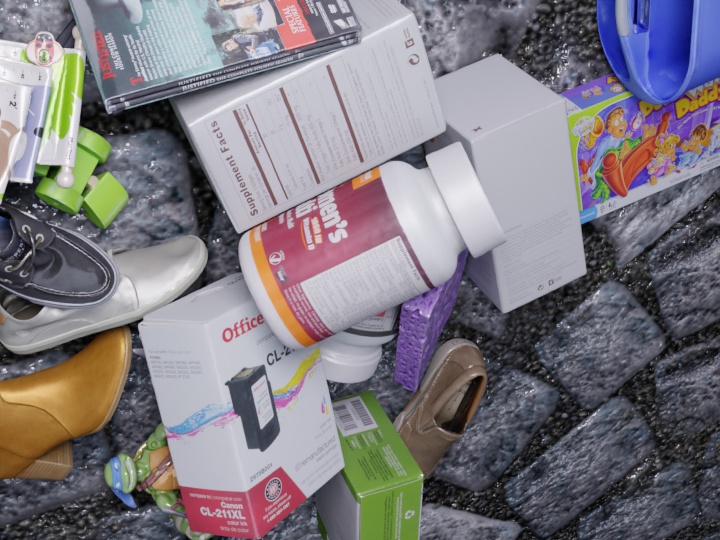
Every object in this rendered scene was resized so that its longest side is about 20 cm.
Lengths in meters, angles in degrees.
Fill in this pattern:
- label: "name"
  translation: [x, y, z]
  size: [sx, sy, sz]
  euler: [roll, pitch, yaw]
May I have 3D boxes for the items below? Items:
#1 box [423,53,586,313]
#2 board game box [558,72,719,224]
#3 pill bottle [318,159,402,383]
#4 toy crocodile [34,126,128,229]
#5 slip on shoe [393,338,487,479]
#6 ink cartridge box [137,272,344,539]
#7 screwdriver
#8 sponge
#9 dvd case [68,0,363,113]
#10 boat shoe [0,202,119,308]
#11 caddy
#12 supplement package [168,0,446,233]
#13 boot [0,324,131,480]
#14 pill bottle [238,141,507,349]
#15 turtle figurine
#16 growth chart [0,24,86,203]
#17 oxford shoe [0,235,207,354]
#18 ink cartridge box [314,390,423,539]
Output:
- label: "box"
  translation: [0.134, -0.083, 0.962]
  size: [0.097, 0.124, 0.200]
  euler: [-24, 128, -10]
- label: "board game box"
  translation: [0.296, -0.146, 1.044]
  size: [0.200, 0.045, 0.135]
  euler: [-23, 127, -9]
- label: "pill bottle"
  translation: [0.000, 0.000, 0.961]
  size: [0.116, 0.116, 0.200]
  euler: [6, 117, -27]
- label: "toy crocodile"
  translation: [-0.272, -0.100, 0.813]
  size: [0.200, 0.062, 0.068]
  euler: [33, 72, -34]
- label: "slip on shoe"
  translation: [0.091, 0.174, 1.150]
  size: [0.076, 0.061, 0.200]
  euler: [13, 115, -30]
- label: "ink cartridge box"
  translation: [-0.103, 0.116, 0.908]
  size: [0.146, 0.083, 0.200]
  euler: [-30, 113, -53]
- label: "screwdriver"
  translation: [-0.258, -0.122, 0.776]
  size: [0.028, 0.029, 0.200]
  euler: [39, 78, -32]
- label: "sponge"
  translation: [0.069, 0.034, 0.979]
  size: [0.200, 0.030, 0.112]
  euler: [91, 24, -64]
- label: "dvd case"
  translation: [-0.116, -0.208, 0.765]
  size: [0.200, 0.146, 0.022]
  euler: [-19, 159, -14]
- label: "boat shoe"
  translation: [-0.289, -0.024, 0.816]
  size: [0.200, 0.066, 0.070]
  euler: [29, 82, -18]
- label: "caddy"
  translation: [0.274, -0.250, 0.907]
  size: [0.105, 0.141, 0.200]
  euler: [-21, 127, -17]
- label: "supplement package"
  translation: [-0.049, -0.143, 0.845]
  size: [0.200, 0.117, 0.117]
  euler: [-26, 130, -6]
- label: "boot"
  translation: [-0.310, 0.117, 0.927]
  size: [0.144, 0.071, 0.201]
  euler: [19, 116, -33]
- label: "pill bottle"
  translation: [0.010, -0.022, 0.825]
  size: [0.200, 0.110, 0.110]
  euler: [-26, 129, 8]
- label: "turtle figurine"
  translation: [-0.141, 0.184, 0.993]
  size: [0.194, 0.144, 0.200]
  euler: [-3, 138, -33]
- label: "growth chart"
  translation: [-0.303, -0.115, 0.743]
  size: [0.200, 0.018, 0.145]
  euler: [0, 87, -12]
- label: "oxford shoe"
  translation: [-0.233, 0.013, 0.893]
  size: [0.200, 0.075, 0.058]
  euler: [-21, 130, -4]
- label: "ink cartridge box"
  translation: [0.004, 0.258, 1.112]
  size: [0.076, 0.148, 0.200]
  euler: [-13, 126, -18]
